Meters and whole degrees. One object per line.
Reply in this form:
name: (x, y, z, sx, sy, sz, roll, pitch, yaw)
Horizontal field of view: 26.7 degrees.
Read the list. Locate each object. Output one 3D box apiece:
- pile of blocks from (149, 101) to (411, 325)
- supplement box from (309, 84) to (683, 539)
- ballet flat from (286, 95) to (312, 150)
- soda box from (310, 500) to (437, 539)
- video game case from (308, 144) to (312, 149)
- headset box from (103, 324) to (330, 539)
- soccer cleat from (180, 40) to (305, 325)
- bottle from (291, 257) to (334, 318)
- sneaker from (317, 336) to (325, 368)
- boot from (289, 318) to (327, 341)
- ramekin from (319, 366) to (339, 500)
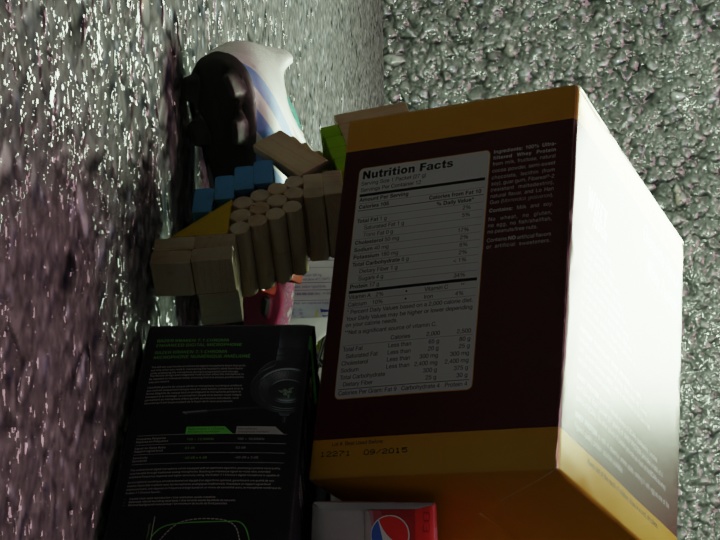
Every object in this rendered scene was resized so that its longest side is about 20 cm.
pile of blocks: (-0.042, -0.029, 0.884, 0.082, 0.199, 0.063, 36, -36, 39)
supplement box: (0.084, 0.042, 0.820, 0.197, 0.131, 0.203, 41, 49, -53)
ballet flat: (-0.066, -0.089, 1.082, 0.200, 0.067, 0.071, 81, -11, -74)
soda box: (0.011, 0.178, 0.802, 0.200, 0.062, 0.071, 81, 9, -68)
video game case: (-0.021, -0.039, 1.270, 0.183, 0.023, 0.200, 53, 8, -4)
headset box: (-0.067, 0.149, 0.785, 0.201, 0.091, 0.176, -87, 174, -50)
soccer cleat: (-0.060, -0.044, 0.951, 0.086, 0.069, 0.203, -23, 115, -53)
bottle: (0.000, 0.000, 1.018, 0.084, 0.197, 0.066, 19, 70, -87)
sneaker: (-0.017, 0.089, 1.130, 0.075, 0.076, 0.203, 19, 69, -52)
boot: (-0.016, -0.026, 1.104, 0.200, 0.073, 0.090, -49, -173, 17)
ramekin: (0.009, 0.148, 0.989, 0.094, 0.200, 0.205, -37, 132, -46)
